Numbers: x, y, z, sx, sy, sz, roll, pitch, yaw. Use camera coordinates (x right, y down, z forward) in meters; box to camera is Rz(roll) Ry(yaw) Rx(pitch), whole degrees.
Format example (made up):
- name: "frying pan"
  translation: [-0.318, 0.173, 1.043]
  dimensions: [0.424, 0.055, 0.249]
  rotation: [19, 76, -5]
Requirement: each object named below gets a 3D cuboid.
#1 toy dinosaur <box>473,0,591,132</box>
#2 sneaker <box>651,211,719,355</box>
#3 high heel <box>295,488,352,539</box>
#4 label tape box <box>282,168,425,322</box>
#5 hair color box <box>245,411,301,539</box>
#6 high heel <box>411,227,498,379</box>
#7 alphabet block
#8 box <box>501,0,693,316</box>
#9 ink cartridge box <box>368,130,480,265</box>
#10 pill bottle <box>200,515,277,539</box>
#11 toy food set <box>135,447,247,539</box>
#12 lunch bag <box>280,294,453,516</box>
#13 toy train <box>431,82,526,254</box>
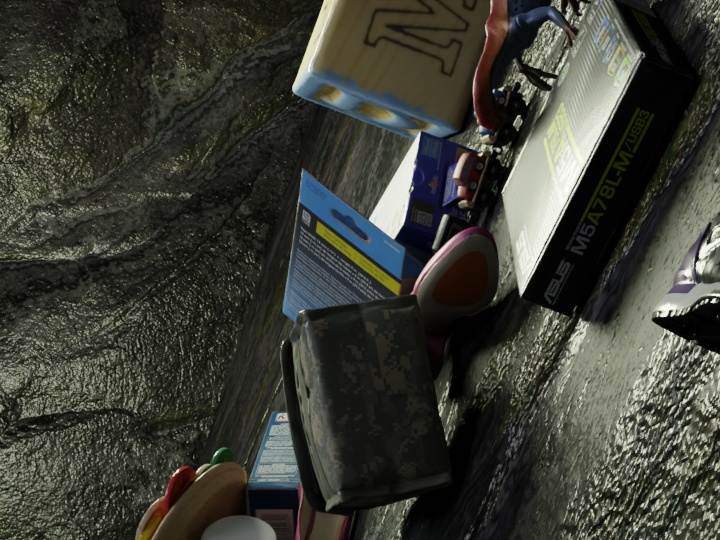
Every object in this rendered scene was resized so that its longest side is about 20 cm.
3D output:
- name: "toy dinosaur"
  translation: [0.129, -0.207, 1.237]
  dimensions: [0.181, 0.200, 0.105]
  rotation: [-39, -24, -28]
- name: "sneaker"
  translation: [0.190, -0.008, 0.630]
  dimensions: [0.088, 0.076, 0.200]
  rotation: [-65, 8, -5]
- name: "high heel"
  translation: [-0.037, 0.241, 1.461]
  dimensions: [0.096, 0.067, 0.201]
  rotation: [100, -176, -82]
- name: "label tape box"
  translation: [0.000, 0.000, 1.421]
  dimensions: [0.063, 0.144, 0.200]
  rotation: [-31, -32, -36]
- name: "hair color box"
  translation: [-0.082, 0.244, 1.609]
  dimensions: [0.200, 0.060, 0.100]
  rotation: [-73, -19, -71]
- name: "high heel"
  translation: [0.077, 0.008, 1.271]
  dimensions: [0.200, 0.067, 0.096]
  rotation: [102, 173, -49]
- name: "alphabet block"
  translation: [0.046, -0.285, 1.742]
  dimensions: [0.195, 0.196, 0.201]
  rotation: [-175, 105, -80]
- name: "box"
  translation: [0.166, -0.094, 1.052]
  dimensions: [0.200, 0.047, 0.194]
  rotation: [-87, 21, -64]
- name: "ink cartridge box"
  translation: [0.062, -0.047, 1.492]
  dimensions: [0.200, 0.076, 0.137]
  rotation: [118, 167, -50]
- name: "pill bottle"
  translation: [-0.126, 0.356, 1.481]
  dimensions: [0.109, 0.109, 0.201]
  rotation: [-85, -1, -61]
- name: "toy food set"
  translation: [-0.182, 0.281, 1.503]
  dimensions: [0.200, 0.049, 0.198]
  rotation: [-58, -21, -15]
- name: "lunch bag"
  translation: [-0.003, 0.123, 1.238]
  dimensions: [0.200, 0.117, 0.165]
  rotation: [120, 140, -74]
- name: "toy train"
  translation: [0.112, -0.091, 1.384]
  dimensions: [0.034, 0.046, 0.201]
  rotation: [172, 118, -80]
